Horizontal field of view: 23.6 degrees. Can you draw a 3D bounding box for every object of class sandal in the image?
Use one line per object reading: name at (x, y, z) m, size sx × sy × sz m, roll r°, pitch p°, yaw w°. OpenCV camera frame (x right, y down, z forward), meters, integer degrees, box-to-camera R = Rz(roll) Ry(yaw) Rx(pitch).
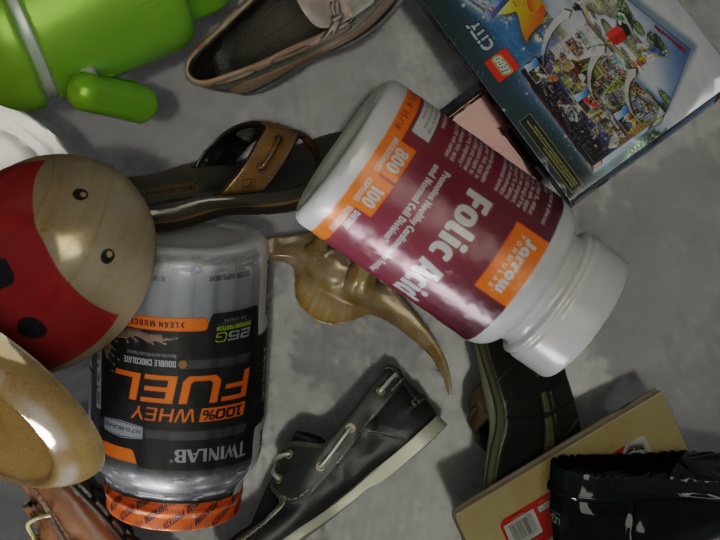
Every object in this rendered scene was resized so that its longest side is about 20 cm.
sandal at (0.111, 0.092, 1.236) m, size 0.080 × 0.057 × 0.201 m, roll -11°, pitch 102°, yaw -27°
sandal at (-0.083, -0.074, 1.181) m, size 0.200 × 0.082 × 0.055 m, roll -10°, pitch 116°, yaw -17°

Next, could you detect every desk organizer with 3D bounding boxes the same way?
desk organizer at (0.125, -0.114, 1.212) m, size 0.200 × 0.072 × 0.077 m, roll -38°, pitch 97°, yaw 2°

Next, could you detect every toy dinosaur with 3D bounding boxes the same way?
toy dinosaur at (0.000, 0.000, 1.236) m, size 0.200 × 0.058 × 0.101 m, roll 29°, pitch 109°, yaw 4°

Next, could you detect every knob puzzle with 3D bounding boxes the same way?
knob puzzle at (0.173, 0.207, 1.249) m, size 0.219 × 0.030 × 0.220 m, roll -5°, pitch 105°, yaw -20°

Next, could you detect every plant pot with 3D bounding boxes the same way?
plant pot at (-0.257, 0.082, 1.118) m, size 0.200 × 0.200 × 0.028 m, roll 36°, pitch 60°, yaw -4°

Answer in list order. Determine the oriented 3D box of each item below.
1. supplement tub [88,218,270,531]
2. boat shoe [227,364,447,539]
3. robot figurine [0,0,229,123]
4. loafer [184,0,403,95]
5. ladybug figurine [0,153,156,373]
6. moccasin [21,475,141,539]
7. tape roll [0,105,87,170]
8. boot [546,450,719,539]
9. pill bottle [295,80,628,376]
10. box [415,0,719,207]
supplement tub at (-0.126, 0.069, 1.188) m, size 0.122 × 0.123 × 0.200 m, roll 2°, pitch 105°, yaw -2°
boat shoe at (-0.035, 0.149, 1.235) m, size 0.200 × 0.072 × 0.068 m, roll -38°, pitch 88°, yaw -2°
robot figurine at (-0.190, -0.181, 1.152) m, size 0.200 × 0.116 × 0.176 m, roll -25°, pitch 68°, yaw -9°
loafer at (-0.039, -0.176, 1.159) m, size 0.200 × 0.063 × 0.072 m, roll -33°, pitch 83°, yaw 35°
ladybug figurine at (-0.221, 0.003, 1.111) m, size 0.200 × 0.072 × 0.136 m, roll -31°, pitch 86°, yaw 29°
moccasin at (-0.201, 0.199, 1.231) m, size 0.078 × 0.074 × 0.201 m, roll -38°, pitch 96°, yaw -1°
tape roll at (-0.281, -0.026, 1.210) m, size 0.202 × 0.071 × 0.203 m, roll 0°, pitch 96°, yaw -2°
boot at (0.206, 0.213, 1.207) m, size 0.198 × 0.073 × 0.163 m, roll 2°, pitch 101°, yaw -15°
pill bottle at (0.068, -0.024, 1.127) m, size 0.200 × 0.114 × 0.114 m, roll 34°, pitch 94°, yaw -8°
box at (0.136, -0.162, 1.150) m, size 0.137 × 0.038 × 0.200 m, roll -36°, pitch 81°, yaw 3°
